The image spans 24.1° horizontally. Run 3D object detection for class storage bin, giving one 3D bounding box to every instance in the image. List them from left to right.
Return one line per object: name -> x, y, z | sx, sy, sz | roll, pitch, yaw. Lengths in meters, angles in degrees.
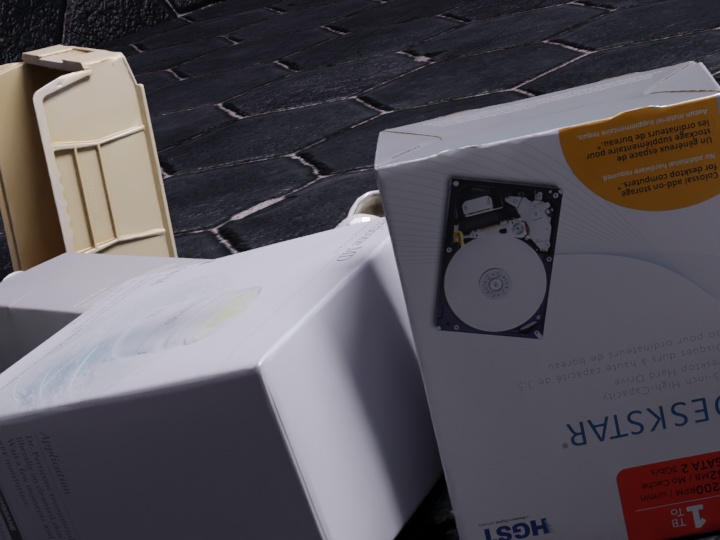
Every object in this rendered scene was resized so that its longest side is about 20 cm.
storage bin -> -0.242, -0.081, 1.420 | 0.093, 0.200, 0.200 | -16, 15, -23

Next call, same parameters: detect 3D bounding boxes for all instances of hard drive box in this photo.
hard drive box -> 0.103, 0.022, 0.775 | 0.155, 0.201, 0.077 | -12, 16, 7

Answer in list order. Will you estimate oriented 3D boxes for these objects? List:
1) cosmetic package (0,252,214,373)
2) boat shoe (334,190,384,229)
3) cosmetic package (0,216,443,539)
cosmetic package -> -0.172, 0.043, 1.147 | 0.107, 0.091, 0.199 | -27, 18, -39
boat shoe -> 0.000, 0.000, 1.040 | 0.070, 0.070, 0.200 | -12, 18, 6
cosmetic package -> -0.068, 0.073, 0.845 | 0.199, 0.124, 0.199 | -12, 16, 28
